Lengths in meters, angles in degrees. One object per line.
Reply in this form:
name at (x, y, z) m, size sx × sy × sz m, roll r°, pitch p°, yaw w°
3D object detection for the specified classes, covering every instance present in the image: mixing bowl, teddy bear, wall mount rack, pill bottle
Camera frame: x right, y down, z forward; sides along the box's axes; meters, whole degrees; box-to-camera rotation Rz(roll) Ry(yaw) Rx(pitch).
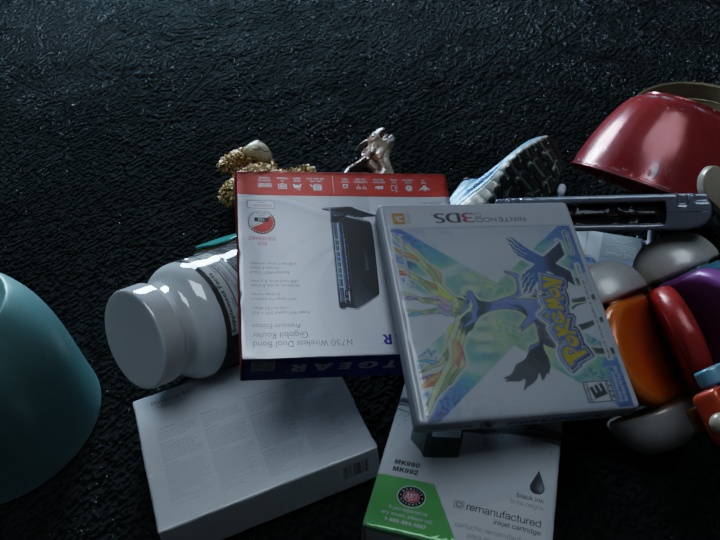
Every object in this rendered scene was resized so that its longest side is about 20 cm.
mixing bowl at (0.363, -0.143, 0.852) m, size 0.198 × 0.110 × 0.200 m, roll 19°, pitch 11°, yaw -4°
teddy bear at (-0.125, -0.114, 0.970) m, size 0.143 × 0.067 × 0.201 m, roll -5°, pitch 42°, yaw -4°
wall mount rack at (0.275, -0.025, 0.828) m, size 0.197 × 0.075 × 0.175 m, roll 10°, pitch 45°, yaw 18°
pill bottle at (-0.145, 0.039, 0.723) m, size 0.116 × 0.118 × 0.199 m, roll 27°, pitch 31°, yaw 31°

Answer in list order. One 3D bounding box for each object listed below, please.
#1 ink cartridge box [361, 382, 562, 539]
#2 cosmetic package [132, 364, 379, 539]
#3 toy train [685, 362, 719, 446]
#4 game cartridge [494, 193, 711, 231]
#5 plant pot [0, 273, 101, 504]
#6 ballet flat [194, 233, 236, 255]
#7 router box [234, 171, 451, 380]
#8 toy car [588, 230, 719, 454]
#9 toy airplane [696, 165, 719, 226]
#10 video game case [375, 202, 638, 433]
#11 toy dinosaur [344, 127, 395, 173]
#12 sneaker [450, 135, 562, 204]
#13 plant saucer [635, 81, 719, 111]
ink cartridge box at (0.095, 0.167, 0.620) m, size 0.144 × 0.085 × 0.201 m, roll 8°, pitch 42°, yaw 13°
cosmetic package at (-0.100, 0.157, 0.675) m, size 0.198 × 0.052 × 0.151 m, roll -17°, pitch 44°, yaw -14°
toy train at (0.323, 0.164, 0.563) m, size 0.149 × 0.056 × 0.202 m, roll -14°, pitch 73°, yaw -43°
game cartridge at (0.243, -0.058, 0.733) m, size 0.197 × 0.042 × 0.133 m, roll 0°, pitch 0°, yaw 21°
plant pot at (-0.372, 0.095, 0.688) m, size 0.198 × 0.162 × 0.202 m, roll -3°, pitch 41°, yaw 3°
ballet flat at (-0.123, -0.025, 0.851) m, size 0.199 × 0.072 × 0.069 m, roll -21°, pitch 6°, yaw 37°
router box at (-0.009, 0.001, 0.634) m, size 0.197 × 0.049 × 0.182 m, roll -1°, pitch 62°, yaw -12°
toy car at (0.289, 0.055, 0.640) m, size 0.198 × 0.150 × 0.177 m, roll -20°, pitch 78°, yaw -12°
toy airplane at (0.461, -0.037, 0.760) m, size 0.196 × 0.202 × 0.142 m, roll -12°, pitch 24°, yaw 8°
video game case at (0.114, 0.029, 0.594) m, size 0.180 × 0.022 × 0.202 m, roll -2°, pitch 58°, yaw -12°
toy dinosaur at (-0.009, -0.086, 0.920) m, size 0.199 × 0.086 × 0.135 m, roll -36°, pitch 50°, yaw -24°
sneaker at (0.160, -0.104, 0.895) m, size 0.199 × 0.079 × 0.090 m, roll -38°, pitch 32°, yaw -2°
plant saucer at (0.500, -0.221, 1.062) m, size 0.197 × 0.030 × 0.201 m, roll -3°, pitch 42°, yaw 3°
